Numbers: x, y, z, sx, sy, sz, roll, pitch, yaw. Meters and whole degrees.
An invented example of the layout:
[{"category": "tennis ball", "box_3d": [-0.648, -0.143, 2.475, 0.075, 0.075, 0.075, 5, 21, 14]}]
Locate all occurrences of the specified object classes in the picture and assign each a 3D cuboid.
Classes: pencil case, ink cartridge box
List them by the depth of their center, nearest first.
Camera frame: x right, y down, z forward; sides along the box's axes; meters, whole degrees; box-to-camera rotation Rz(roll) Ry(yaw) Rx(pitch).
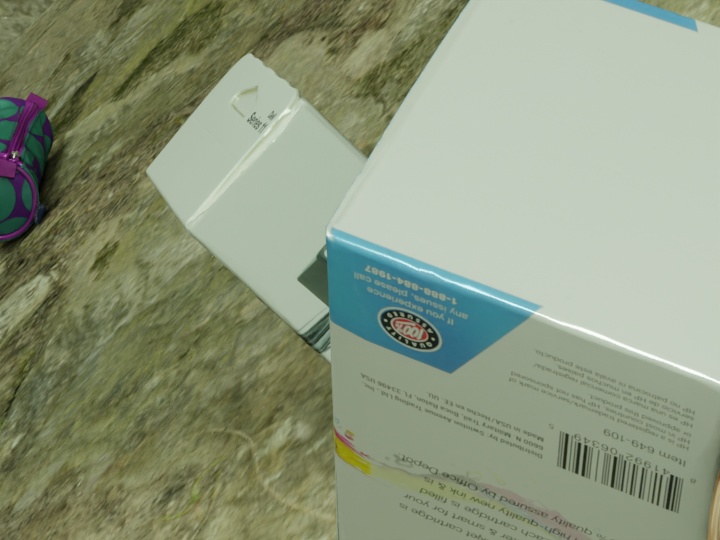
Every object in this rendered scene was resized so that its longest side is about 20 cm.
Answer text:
[{"category": "ink cartridge box", "box_3d": [0.083, 0.025, 0.894, 0.146, 0.146, 0.201, -58, -20, -34]}, {"category": "ink cartridge box", "box_3d": [0.000, 0.000, 1.195, 0.083, 0.200, 0.147, -46, 17, 1]}, {"category": "pencil case", "box_3d": [-0.338, -0.099, 2.372, 0.093, 0.085, 0.200, -58, 14, 18]}]

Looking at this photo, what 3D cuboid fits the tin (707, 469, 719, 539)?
[{"category": "tin", "box_3d": [0.179, 0.060, 0.808, 0.042, 0.112, 0.201, -8, 42, 46]}]
